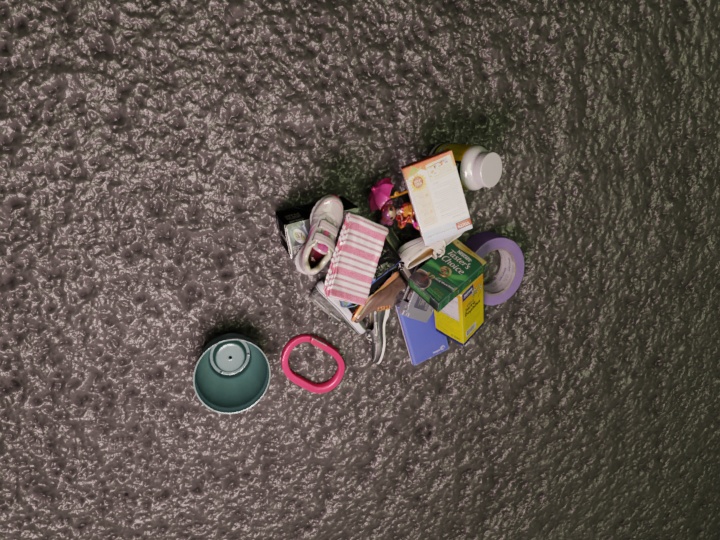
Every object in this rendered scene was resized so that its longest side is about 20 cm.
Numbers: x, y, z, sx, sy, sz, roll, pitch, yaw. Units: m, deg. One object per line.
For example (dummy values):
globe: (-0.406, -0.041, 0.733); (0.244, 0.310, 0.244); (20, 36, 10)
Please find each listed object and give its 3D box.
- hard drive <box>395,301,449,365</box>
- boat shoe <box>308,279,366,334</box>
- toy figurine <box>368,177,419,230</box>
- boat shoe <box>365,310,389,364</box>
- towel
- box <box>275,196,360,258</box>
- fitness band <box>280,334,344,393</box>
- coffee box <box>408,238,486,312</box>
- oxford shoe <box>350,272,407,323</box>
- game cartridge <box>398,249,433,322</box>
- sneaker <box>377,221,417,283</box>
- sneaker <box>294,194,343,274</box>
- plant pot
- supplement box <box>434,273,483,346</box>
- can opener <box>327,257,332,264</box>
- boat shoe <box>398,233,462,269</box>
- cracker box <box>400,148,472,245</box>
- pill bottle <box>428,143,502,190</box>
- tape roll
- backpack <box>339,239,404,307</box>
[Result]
hard drive: (0.190, 0.172, 1.658); (0.128, 0.025, 0.206); (-22, 111, -12)
boat shoe: (-0.067, 0.115, 1.540); (0.071, 0.072, 0.200); (-41, 106, 9)
toy figurine: (0.109, -0.180, 1.471); (0.177, 0.151, 0.208); (-7, 113, -10)
boat shoe: (0.041, 0.169, 1.585); (0.058, 0.075, 0.209); (4, 93, -20)
towel: (-0.007, -0.023, 1.308); (0.144, 0.029, 0.207); (14, 96, -46)
box: (-0.109, -0.115, 1.399); (0.193, 0.164, 0.089); (-14, 111, -13)
fitness band: (-0.137, 0.269, 1.573); (0.197, 0.037, 0.146); (33, 96, -23)
coffee box: (0.235, 0.009, 1.477); (0.198, 0.123, 0.045); (-36, 148, -22)
oxford shoe: (0.054, 0.085, 1.512); (0.199, 0.071, 0.073); (-43, 89, -19)
game cartridge: (0.192, 0.044, 1.567); (0.131, 0.041, 0.206); (18, 96, -49)
sneaker: (0.121, -0.075, 1.547); (0.106, 0.074, 0.203); (-41, 115, -16)
sneaker: (-0.087, -0.075, 1.280); (0.079, 0.088, 0.207); (16, 100, -22)
plant pot: (-0.342, 0.252, 1.442); (0.192, 0.134, 0.209); (-5, 107, -16)
supplement box: (0.283, 0.095, 1.576); (0.109, 0.107, 0.205); (-38, 136, -29)
can opener: (-0.067, -0.039, 1.416); (0.052, 0.199, 0.069); (-16, 107, -20)
boat shoe: (0.200, -0.064, 1.466); (0.194, 0.071, 0.071); (-24, 148, 3)
cracker box: (0.193, -0.184, 1.378); (0.129, 0.058, 0.207); (-18, 104, 3)
pill bottle: (0.276, -0.276, 1.451); (0.109, 0.198, 0.117); (-10, 108, -33)
tape roll: (0.390, -0.007, 1.642); (0.192, 0.085, 0.208); (-6, 108, -17)
backpack: (0.000, 0.000, 1.455); (0.199, 0.182, 0.136); (-41, 96, -5)
